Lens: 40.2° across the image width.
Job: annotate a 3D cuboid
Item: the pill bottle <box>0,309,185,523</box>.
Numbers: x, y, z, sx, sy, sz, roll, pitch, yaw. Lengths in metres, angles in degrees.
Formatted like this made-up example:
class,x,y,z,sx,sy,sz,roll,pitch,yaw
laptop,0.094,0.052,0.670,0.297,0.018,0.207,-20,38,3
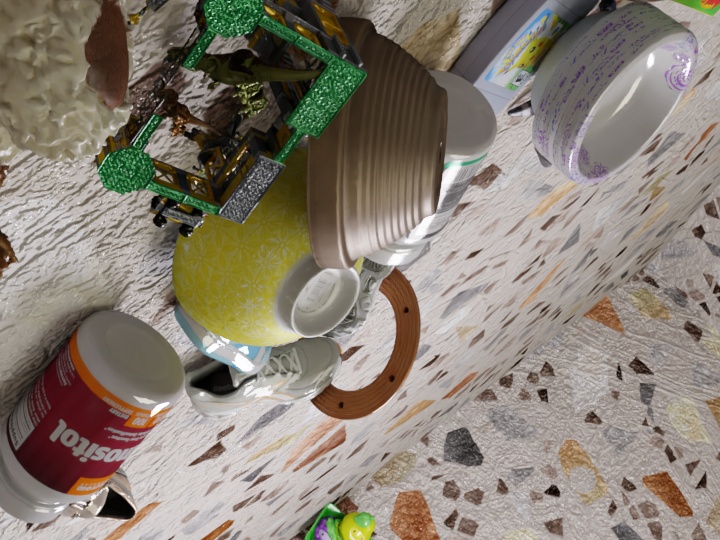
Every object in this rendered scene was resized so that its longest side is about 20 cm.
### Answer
class,x,y,z,sx,sy,sz,roll,pitch,yaw
pill bottle,-0.263,0.142,0.924,0.200,0.113,0.113,-48,162,21

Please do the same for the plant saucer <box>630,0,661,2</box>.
class,x,y,z,sx,sy,sz,roll,pitch,yaw
plant saucer,0.366,-0.369,1.092,0.199,0.032,0.201,-23,154,-12

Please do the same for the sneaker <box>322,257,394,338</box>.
class,x,y,z,sx,sy,sz,roll,pitch,yaw
sneaker,0.000,0.000,1.197,0.200,0.078,0.100,-52,-174,34

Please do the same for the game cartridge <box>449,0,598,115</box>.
class,x,y,z,sx,sy,sz,roll,pitch,yaw
game cartridge,0.169,-0.244,1.049,0.200,0.041,0.133,-48,158,21

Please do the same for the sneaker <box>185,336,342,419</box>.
class,x,y,z,sx,sy,sz,roll,pitch,yaw
sneaker,-0.118,0.126,1.190,0.198,0.076,0.092,-20,160,0

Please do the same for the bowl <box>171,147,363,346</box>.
class,x,y,z,sx,sy,sz,roll,pitch,yaw
bowl,-0.062,-0.001,0.912,0.199,0.108,0.201,-28,138,-28

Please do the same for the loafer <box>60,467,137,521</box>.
class,x,y,z,sx,sy,sz,roll,pitch,yaw
loafer,-0.324,0.274,1.202,0.072,0.063,0.200,-40,163,-1

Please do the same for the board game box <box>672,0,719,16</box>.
class,x,y,z,sx,sy,sz,roll,pitch,yaw
board game box,0.352,-0.339,1.042,0.199,0.048,0.102,-1,144,-44

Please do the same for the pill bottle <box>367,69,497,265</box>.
class,x,y,z,sx,sy,sz,roll,pitch,yaw
pill bottle,0.055,-0.099,1.020,0.113,0.113,0.201,-29,160,-34

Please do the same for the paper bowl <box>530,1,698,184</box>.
class,x,y,z,sx,sy,sz,roll,pitch,yaw
paper bowl,0.270,-0.204,1.095,0.200,0.104,0.201,-31,150,-21

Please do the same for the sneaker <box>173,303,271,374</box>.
class,x,y,z,sx,sy,sz,roll,pitch,yaw
sneaker,-0.108,0.042,1.077,0.130,0.080,0.200,-41,164,3

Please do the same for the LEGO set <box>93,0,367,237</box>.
class,x,y,z,sx,sy,sz,roll,pitch,yaw
LEGO set,-0.097,-0.135,0.671,0.153,0.116,0.201,12,127,-33

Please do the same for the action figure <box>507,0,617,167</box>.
class,x,y,z,sx,sy,sz,roll,pitch,yaw
action figure,0.279,-0.252,1.232,0.193,0.104,0.201,-42,135,-18

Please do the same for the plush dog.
class,x,y,z,sx,sy,sz,roll,pitch,yaw
plush dog,-0.192,-0.095,0.449,0.159,0.201,0.173,6,130,-21

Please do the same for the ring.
class,x,y,z,sx,sy,sz,roll,pitch,yaw
ring,-0.002,0.085,1.220,0.019,0.201,0.201,21,119,-46

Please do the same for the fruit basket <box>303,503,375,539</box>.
class,x,y,z,sx,sy,sz,roll,pitch,yaw
fruit basket,-0.040,0.754,2.760,0.156,0.215,0.216,-51,171,-32

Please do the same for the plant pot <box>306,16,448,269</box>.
class,x,y,z,sx,sy,sz,roll,pitch,yaw
plant pot,0.020,-0.098,0.795,0.201,0.092,0.203,7,90,-82
